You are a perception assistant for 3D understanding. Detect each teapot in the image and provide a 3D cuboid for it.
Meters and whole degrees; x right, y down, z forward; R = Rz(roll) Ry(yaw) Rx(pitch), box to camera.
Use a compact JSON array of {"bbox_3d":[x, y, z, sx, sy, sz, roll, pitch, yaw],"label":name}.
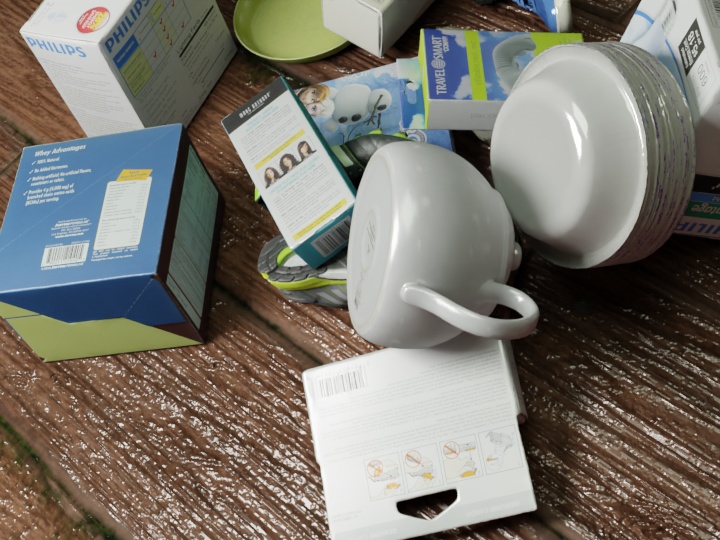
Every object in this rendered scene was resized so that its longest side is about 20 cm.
[{"bbox_3d":[0.076,-0.017,1.073,0.145,0.197,0.202,7,71,-13],"label":"teapot"}]

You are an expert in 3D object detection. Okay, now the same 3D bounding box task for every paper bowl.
[{"bbox_3d":[0.193,-0.101,1.071,0.104,0.202,0.201,-8,43,-32],"label":"paper bowl"}]

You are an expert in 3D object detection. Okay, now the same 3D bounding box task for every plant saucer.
[{"bbox_3d":[-0.063,-0.330,1.519,0.198,0.031,0.201,-9,53,11],"label":"plant saucer"}]

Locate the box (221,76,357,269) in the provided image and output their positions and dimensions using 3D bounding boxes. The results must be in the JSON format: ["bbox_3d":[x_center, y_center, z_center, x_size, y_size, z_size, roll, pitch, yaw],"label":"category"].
[{"bbox_3d":[-0.066,-0.102,1.218,0.082,0.049,0.201,-35,53,7],"label":"box"}]

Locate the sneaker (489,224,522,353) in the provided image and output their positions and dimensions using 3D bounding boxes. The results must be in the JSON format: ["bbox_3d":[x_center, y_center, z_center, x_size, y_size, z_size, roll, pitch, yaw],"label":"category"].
[{"bbox_3d":[0.115,0.025,1.167,0.070,0.076,0.201,-1,54,18],"label":"sneaker"}]

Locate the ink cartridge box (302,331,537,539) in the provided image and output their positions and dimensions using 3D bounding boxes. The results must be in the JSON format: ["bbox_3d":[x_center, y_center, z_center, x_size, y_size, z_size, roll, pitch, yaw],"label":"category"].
[{"bbox_3d":[0.056,0.154,1.101,0.198,0.044,0.175,-16,72,15],"label":"ink cartridge box"}]

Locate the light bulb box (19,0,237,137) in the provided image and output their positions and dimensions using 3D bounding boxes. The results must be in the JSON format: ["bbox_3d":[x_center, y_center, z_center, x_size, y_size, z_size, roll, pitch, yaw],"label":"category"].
[{"bbox_3d":[-0.271,-0.277,1.441,0.124,0.201,0.199,13,59,26],"label":"light bulb box"}]

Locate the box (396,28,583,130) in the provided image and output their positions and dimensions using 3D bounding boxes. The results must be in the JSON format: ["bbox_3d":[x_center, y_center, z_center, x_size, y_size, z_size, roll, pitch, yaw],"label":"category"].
[{"bbox_3d":[0.140,-0.199,1.257,0.198,0.048,0.123,1,48,-3],"label":"box"}]

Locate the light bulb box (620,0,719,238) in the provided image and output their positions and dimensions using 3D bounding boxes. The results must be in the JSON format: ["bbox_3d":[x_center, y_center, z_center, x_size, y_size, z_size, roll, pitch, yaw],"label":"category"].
[{"bbox_3d":[0.329,-0.168,1.129,0.124,0.201,0.199,6,52,-12],"label":"light bulb box"}]

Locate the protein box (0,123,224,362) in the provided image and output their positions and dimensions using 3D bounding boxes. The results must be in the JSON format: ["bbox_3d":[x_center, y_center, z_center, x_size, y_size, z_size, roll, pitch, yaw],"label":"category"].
[{"bbox_3d":[-0.270,-0.030,1.299,0.197,0.135,0.201,-7,53,14],"label":"protein box"}]

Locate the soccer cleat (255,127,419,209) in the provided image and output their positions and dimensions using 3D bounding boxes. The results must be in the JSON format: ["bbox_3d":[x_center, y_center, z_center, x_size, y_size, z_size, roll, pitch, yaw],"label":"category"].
[{"bbox_3d":[-0.021,-0.100,1.265,0.198,0.068,0.082,-3,65,25],"label":"soccer cleat"}]

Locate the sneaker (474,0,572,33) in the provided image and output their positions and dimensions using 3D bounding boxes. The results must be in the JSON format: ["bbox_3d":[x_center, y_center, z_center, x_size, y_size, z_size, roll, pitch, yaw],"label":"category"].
[{"bbox_3d":[0.177,-0.332,1.407,0.110,0.077,0.201,-14,47,1],"label":"sneaker"}]

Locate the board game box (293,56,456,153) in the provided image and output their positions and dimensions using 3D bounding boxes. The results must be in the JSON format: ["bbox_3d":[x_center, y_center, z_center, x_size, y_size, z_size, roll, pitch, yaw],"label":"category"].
[{"bbox_3d":[0.005,-0.139,1.346,0.197,0.043,0.201,-13,53,8],"label":"board game box"}]

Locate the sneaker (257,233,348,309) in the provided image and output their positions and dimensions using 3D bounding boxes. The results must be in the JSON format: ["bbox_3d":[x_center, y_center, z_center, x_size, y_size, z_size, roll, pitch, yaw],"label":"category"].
[{"bbox_3d":[0.000,0.000,1.219,0.198,0.081,0.074,2,62,19],"label":"sneaker"}]

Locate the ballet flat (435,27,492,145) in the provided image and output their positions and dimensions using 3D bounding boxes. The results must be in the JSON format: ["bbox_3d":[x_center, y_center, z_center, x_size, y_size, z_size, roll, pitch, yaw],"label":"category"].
[{"bbox_3d":[0.125,-0.196,1.319,0.075,0.068,0.201,3,47,-37],"label":"ballet flat"}]

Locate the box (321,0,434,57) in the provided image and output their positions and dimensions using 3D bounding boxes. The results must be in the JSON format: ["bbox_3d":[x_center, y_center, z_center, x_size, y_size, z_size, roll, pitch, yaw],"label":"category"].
[{"bbox_3d":[0.046,-0.361,1.444,0.095,0.078,0.200,33,64,19],"label":"box"}]
